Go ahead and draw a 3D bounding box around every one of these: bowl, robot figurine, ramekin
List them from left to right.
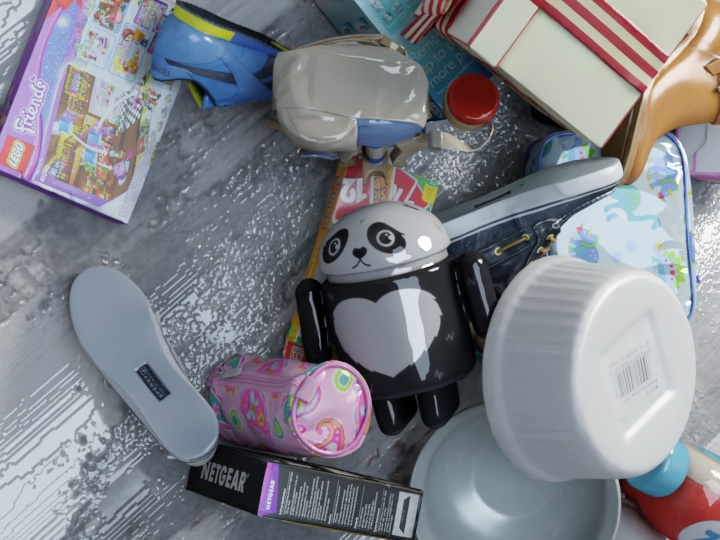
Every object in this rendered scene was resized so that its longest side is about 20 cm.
[{"bbox_3d":[0.032,0.040,1.592,0.149,0.125,0.202,-16,99,-22],"label":"robot figurine"},{"bbox_3d":[0.148,0.206,1.727,0.199,0.090,0.203,2,104,6],"label":"bowl"},{"bbox_3d":[0.206,0.087,1.581,0.199,0.097,0.203,0,90,-45],"label":"ramekin"}]

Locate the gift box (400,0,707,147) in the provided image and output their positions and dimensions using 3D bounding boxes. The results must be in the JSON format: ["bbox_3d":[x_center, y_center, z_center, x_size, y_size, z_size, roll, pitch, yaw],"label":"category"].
[{"bbox_3d":[0.157,-0.236,1.604,0.186,0.200,0.185,35,90,-24],"label":"gift box"}]

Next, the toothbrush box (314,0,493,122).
[{"bbox_3d":[0.053,-0.261,1.697,0.146,0.085,0.200,-45,106,-17],"label":"toothbrush box"}]

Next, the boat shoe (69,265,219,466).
[{"bbox_3d":[-0.189,0.090,1.610,0.074,0.086,0.202,-36,76,-13],"label":"boat shoe"}]

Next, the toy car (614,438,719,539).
[{"bbox_3d":[0.277,0.257,1.771,0.184,0.177,0.201,28,93,-33],"label":"toy car"}]

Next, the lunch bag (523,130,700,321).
[{"bbox_3d":[0.238,-0.033,1.721,0.159,0.082,0.202,-4,88,-9],"label":"lunch bag"}]

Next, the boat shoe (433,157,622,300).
[{"bbox_3d":[0.154,-0.033,1.650,0.199,0.071,0.092,-20,104,11],"label":"boat shoe"}]

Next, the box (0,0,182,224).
[{"bbox_3d":[-0.235,-0.159,1.600,0.136,0.039,0.202,23,83,-23],"label":"box"}]

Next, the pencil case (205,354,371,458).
[{"bbox_3d":[-0.067,0.118,1.594,0.087,0.200,0.088,0,91,-28],"label":"pencil case"}]

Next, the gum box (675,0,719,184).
[{"bbox_3d":[0.369,-0.191,1.815,0.113,0.066,0.202,5,89,-60],"label":"gum box"}]

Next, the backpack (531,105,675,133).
[{"bbox_3d":[0.253,-0.236,1.762,0.165,0.126,0.202,11,84,-20],"label":"backpack"}]

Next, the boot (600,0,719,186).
[{"bbox_3d":[0.311,-0.154,1.683,0.154,0.077,0.202,20,74,-19],"label":"boot"}]

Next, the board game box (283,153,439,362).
[{"bbox_3d":[0.000,0.000,1.660,0.095,0.030,0.202,19,86,-22],"label":"board game box"}]

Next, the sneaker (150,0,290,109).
[{"bbox_3d":[-0.111,-0.178,1.623,0.199,0.066,0.079,14,106,-50],"label":"sneaker"}]

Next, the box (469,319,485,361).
[{"bbox_3d":[0.070,0.022,1.730,0.199,0.049,0.083,22,83,-22],"label":"box"}]

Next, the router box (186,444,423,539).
[{"bbox_3d":[-0.053,0.195,1.600,0.148,0.200,0.052,14,84,-22],"label":"router box"}]

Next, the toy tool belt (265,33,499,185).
[{"bbox_3d":[0.017,-0.140,1.598,0.198,0.123,0.126,3,76,-4],"label":"toy tool belt"}]
